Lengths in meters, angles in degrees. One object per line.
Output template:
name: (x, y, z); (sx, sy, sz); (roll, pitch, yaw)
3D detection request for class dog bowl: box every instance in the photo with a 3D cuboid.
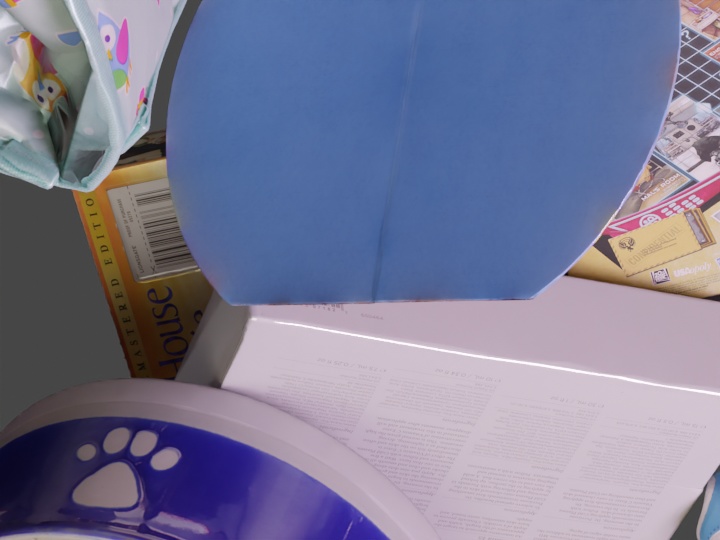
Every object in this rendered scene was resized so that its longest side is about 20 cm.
dog bowl: (-0.064, 0.139, 1.046); (0.199, 0.079, 0.201); (13, 134, 14)

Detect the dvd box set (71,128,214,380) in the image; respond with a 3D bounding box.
dvd box set: (0.000, 0.000, 1.124); (0.199, 0.029, 0.147); (-12, 119, 7)

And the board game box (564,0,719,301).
board game box: (0.055, -0.039, 1.065); (0.199, 0.035, 0.136); (-14, 118, 8)

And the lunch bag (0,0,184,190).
lunch bag: (-0.130, -0.142, 0.959); (0.122, 0.171, 0.200); (-25, 119, 26)

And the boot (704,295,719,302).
boot: (0.161, 0.099, 1.175); (0.188, 0.069, 0.200); (23, 126, -20)

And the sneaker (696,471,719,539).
sneaker: (0.184, 0.145, 1.131); (0.080, 0.077, 0.201); (4, 136, 22)

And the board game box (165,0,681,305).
board game box: (0.026, -0.058, 0.991); (0.199, 0.159, 0.039); (-2, 159, 31)

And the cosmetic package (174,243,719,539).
cosmetic package: (0.029, 0.062, 1.076); (0.199, 0.052, 0.151); (10, 135, -17)
